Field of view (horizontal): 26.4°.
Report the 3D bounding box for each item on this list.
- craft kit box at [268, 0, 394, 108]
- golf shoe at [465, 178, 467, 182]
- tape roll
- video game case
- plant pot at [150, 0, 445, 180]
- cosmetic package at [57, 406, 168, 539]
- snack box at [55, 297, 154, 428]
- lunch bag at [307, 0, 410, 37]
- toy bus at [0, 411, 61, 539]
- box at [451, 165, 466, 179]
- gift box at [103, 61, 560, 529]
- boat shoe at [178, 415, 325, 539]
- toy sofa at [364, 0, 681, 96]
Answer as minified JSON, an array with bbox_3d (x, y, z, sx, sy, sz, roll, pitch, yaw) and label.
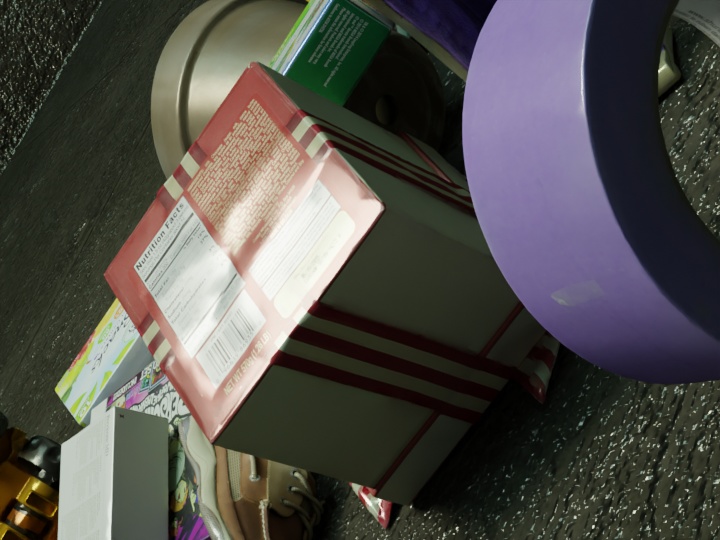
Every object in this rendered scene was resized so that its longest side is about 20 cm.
[{"bbox_3d":[-0.043,-0.115,0.999,0.200,0.048,0.198,-54,13,24],"label":"craft kit box"},{"bbox_3d":[0.027,0.014,1.004,0.200,0.073,0.092,-35,62,31],"label":"golf shoe"},{"bbox_3d":[0.147,-0.055,0.626,0.085,0.200,0.200,-15,44,61],"label":"tape roll"},{"bbox_3d":[-0.146,0.149,1.145,0.200,0.036,0.181,-36,44,42],"label":"video game case"},{"bbox_3d":[-0.034,-0.124,1.196,0.173,0.200,0.200,3,59,49],"label":"plant pot"},{"bbox_3d":[-0.172,0.204,1.071,0.083,0.051,0.200,-36,48,45],"label":"cosmetic package"},{"bbox_3d":[-0.183,0.048,1.347,0.200,0.053,0.142,-57,22,-5],"label":"snack box"},{"bbox_3d":[-0.037,-0.205,1.397,0.200,0.122,0.170,-40,22,17],"label":"lunch bag"},{"bbox_3d":[-0.330,0.192,1.339,0.136,0.200,0.192,-59,13,-12],"label":"toy bus"},{"bbox_3d":[0.000,0.000,1.104,0.200,0.041,0.039,-50,20,11],"label":"box"},{"bbox_3d":[-0.005,0.025,0.865,0.185,0.187,0.200,-50,47,18],"label":"gift box"},{"bbox_3d":[-0.061,0.146,0.964,0.072,0.076,0.200,-23,38,-4],"label":"boat shoe"},{"bbox_3d":[0.092,-0.157,0.910,0.083,0.200,0.098,-43,17,29],"label":"toy sofa"}]
